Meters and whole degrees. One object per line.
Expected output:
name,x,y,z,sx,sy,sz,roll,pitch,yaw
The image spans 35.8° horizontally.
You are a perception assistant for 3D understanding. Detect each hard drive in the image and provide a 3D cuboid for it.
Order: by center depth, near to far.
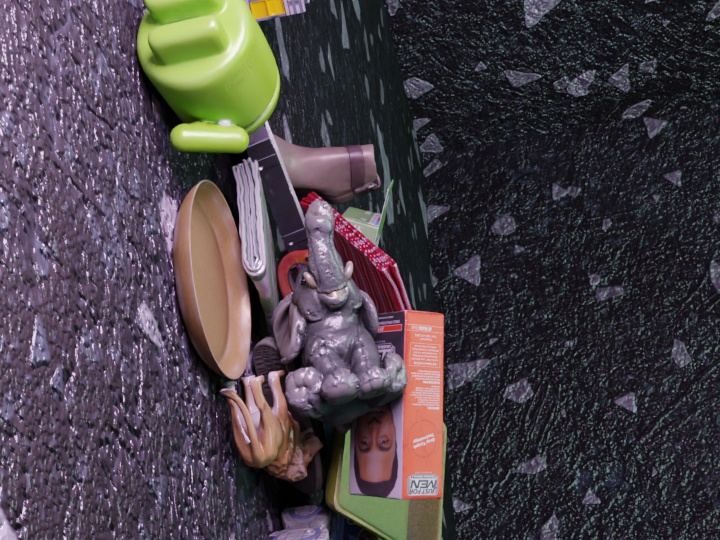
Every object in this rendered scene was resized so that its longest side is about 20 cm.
hard drive,-0.114,-0.133,1.363,0.201,0.037,0.141,70,-2,-50

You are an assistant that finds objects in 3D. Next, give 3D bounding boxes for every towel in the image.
towel,-0.117,-0.014,1.287,0.201,0.030,0.151,86,-2,-61
towel,0.000,0.000,1.360,0.200,0.022,0.146,42,-20,45

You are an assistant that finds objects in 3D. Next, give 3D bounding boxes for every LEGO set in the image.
LEGO set,-0.116,-0.409,1.469,0.200,0.114,0.156,-73,153,-71

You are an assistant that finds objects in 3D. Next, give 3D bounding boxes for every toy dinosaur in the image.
toy dinosaur,-0.061,0.074,1.392,0.183,0.104,0.201,60,35,-26

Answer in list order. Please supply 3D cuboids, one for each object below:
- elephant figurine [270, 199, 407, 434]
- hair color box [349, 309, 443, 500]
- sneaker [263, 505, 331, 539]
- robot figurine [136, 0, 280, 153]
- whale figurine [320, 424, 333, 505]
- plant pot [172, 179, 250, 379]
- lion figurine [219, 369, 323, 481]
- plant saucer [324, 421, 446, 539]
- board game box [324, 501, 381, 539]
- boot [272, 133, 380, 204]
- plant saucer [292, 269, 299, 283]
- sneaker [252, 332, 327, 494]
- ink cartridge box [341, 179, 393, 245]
elephant figurine,-0.032,0.054,1.206,0.141,0.154,0.202,13,53,-52
hair color box,0.040,0.150,1.246,0.061,0.101,0.203,6,80,-36
sneaker,-0.063,0.327,1.253,0.200,0.073,0.089,-21,107,-81
robot figurine,-0.144,-0.201,1.085,0.200,0.114,0.178,59,19,-69
whale figurine,-0.030,0.236,1.471,0.159,0.103,0.202,-34,-143,51
plant pot,-0.151,0.011,1.127,0.200,0.027,0.203,-8,90,-81
lion figurine,-0.102,0.172,1.173,0.200,0.071,0.124,5,75,-75
plant saucer,0.025,0.239,1.358,0.200,0.047,0.202,39,43,-36
board game box,0.000,0.373,1.382,0.135,0.034,0.203,13,83,-51
boot,-0.051,-0.149,1.542,0.200,0.144,0.071,58,24,-70
plant saucer,-0.074,0.063,1.576,0.200,0.029,0.203,-9,90,-82
sneaker,-0.054,0.157,1.315,0.106,0.074,0.203,-29,116,-45
ink cartridge box,-0.007,-0.032,1.580,0.104,0.058,0.203,-58,163,-77
